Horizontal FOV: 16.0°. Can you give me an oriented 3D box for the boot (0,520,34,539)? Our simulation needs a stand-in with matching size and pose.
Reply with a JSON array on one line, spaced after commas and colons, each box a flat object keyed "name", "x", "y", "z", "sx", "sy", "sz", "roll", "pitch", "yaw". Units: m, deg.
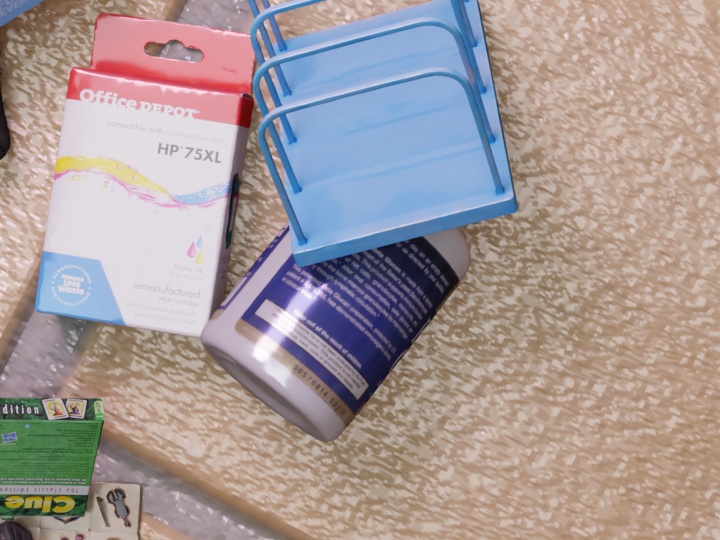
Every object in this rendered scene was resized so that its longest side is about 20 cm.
[{"name": "boot", "x": -0.244, "y": 0.276, "z": 1.685, "sx": 0.132, "sy": 0.070, "sz": 0.200, "roll": -27, "pitch": 79, "yaw": 7}]

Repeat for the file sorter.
[{"name": "file sorter", "x": 0.004, "y": -0.127, "z": 1.571, "sx": 0.139, "sy": 0.200, "sz": 0.123, "roll": -15, "pitch": 135, "yaw": 7}]

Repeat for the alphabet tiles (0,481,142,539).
[{"name": "alphabet tiles", "x": -0.247, "y": 0.186, "z": 1.712, "sx": 0.200, "sy": 0.008, "sz": 0.168, "roll": 3, "pitch": 92, "yaw": 4}]

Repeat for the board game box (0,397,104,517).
[{"name": "board game box", "x": -0.269, "y": 0.119, "z": 1.636, "sx": 0.200, "sy": 0.023, "sz": 0.105, "roll": 2, "pitch": 136, "yaw": -15}]

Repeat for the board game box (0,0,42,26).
[{"name": "board game box", "x": -0.269, "y": -0.241, "z": 1.630, "sx": 0.153, "sy": 0.040, "sz": 0.200, "roll": -33, "pitch": 67, "yaw": -11}]

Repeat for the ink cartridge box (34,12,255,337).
[{"name": "ink cartridge box", "x": -0.137, "y": -0.064, "z": 1.666, "sx": 0.116, "sy": 0.067, "sz": 0.200, "roll": 8, "pitch": 92, "yaw": 4}]

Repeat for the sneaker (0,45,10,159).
[{"name": "sneaker", "x": -0.246, "y": -0.178, "z": 1.668, "sx": 0.115, "sy": 0.075, "sz": 0.200, "roll": -26, "pitch": 89, "yaw": 2}]

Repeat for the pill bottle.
[{"name": "pill bottle", "x": 0.000, "y": 0.000, "z": 1.628, "sx": 0.111, "sy": 0.111, "sz": 0.200, "roll": 38, "pitch": 80, "yaw": 2}]
